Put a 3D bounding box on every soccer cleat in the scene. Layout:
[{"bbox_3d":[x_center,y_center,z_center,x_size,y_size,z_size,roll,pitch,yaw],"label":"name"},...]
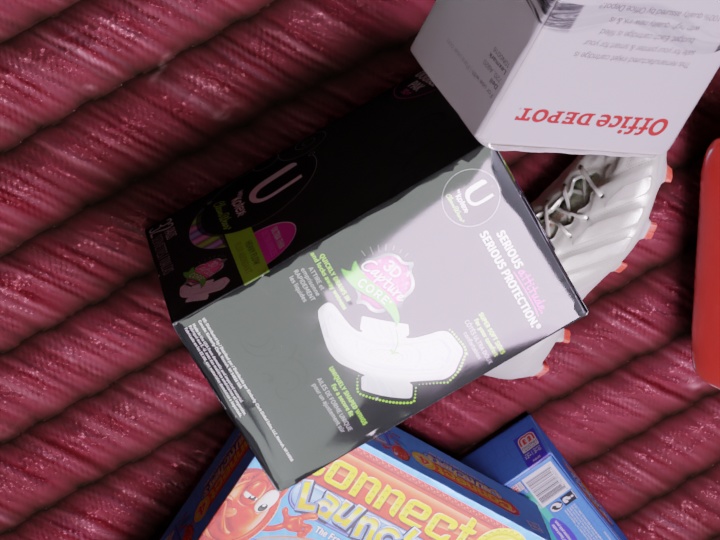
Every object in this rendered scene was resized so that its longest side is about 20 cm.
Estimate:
[{"bbox_3d":[0.115,-0.016,1.724,0.077,0.069,0.200,16,121,-27],"label":"soccer cleat"}]

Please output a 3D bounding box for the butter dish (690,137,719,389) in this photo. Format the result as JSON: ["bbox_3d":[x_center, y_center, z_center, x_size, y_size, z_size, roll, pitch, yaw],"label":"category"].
[{"bbox_3d":[0.316,-0.015,1.764,0.200,0.148,0.200,14,131,19],"label":"butter dish"}]

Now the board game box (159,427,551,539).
[{"bbox_3d":[-0.018,0.190,1.786,0.200,0.056,0.196,28,106,-19],"label":"board game box"}]

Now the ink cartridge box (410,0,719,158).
[{"bbox_3d":[0.136,-0.163,1.510,0.146,0.084,0.200,2,130,-40],"label":"ink cartridge box"}]

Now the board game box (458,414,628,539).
[{"bbox_3d":[0.068,0.202,1.881,0.200,0.045,0.152,-34,130,5],"label":"board game box"}]

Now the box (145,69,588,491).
[{"bbox_3d":[0.000,0.000,1.619,0.200,0.149,0.124,-29,114,2],"label":"box"}]
